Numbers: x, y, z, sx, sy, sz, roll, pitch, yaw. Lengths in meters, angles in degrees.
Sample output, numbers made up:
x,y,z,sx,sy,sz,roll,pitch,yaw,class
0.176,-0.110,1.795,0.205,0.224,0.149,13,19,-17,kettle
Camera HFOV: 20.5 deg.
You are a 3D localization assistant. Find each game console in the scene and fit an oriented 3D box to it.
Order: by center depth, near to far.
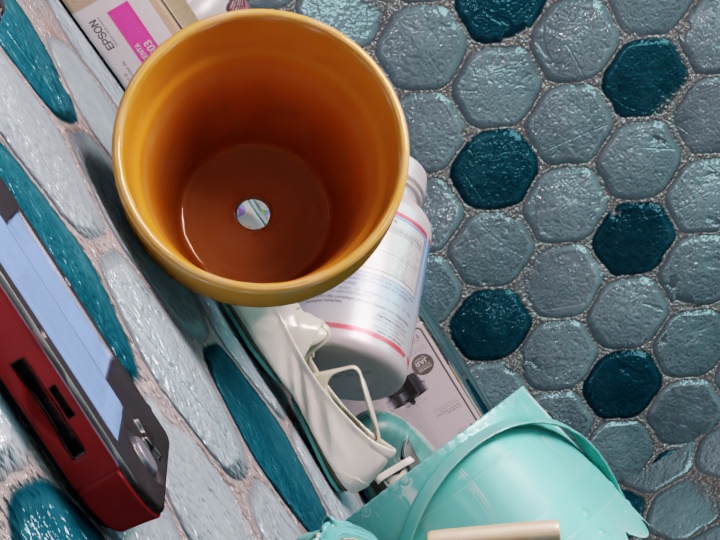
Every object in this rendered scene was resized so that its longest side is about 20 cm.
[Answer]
x,y,z,sx,sy,sz,roll,pitch,yaw,class
-0.149,0.020,0.933,0.200,0.031,0.177,59,5,-9,game console

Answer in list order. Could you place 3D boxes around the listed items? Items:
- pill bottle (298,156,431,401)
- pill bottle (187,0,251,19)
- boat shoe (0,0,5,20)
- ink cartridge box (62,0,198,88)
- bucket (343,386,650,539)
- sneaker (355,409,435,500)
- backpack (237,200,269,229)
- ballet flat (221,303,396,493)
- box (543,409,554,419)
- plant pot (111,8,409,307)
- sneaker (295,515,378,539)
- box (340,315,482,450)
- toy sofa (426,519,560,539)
x,y,z,sx,sy,sz,roll,pitch,yaw,class
0.000,0.000,1.665,0.109,0.109,0.200,54,40,-50,pill bottle
-0.165,-0.251,2.047,0.200,0.110,0.110,55,6,-43,pill bottle
-0.230,-0.172,1.120,0.075,0.062,0.200,55,4,-25,boat shoe
-0.194,-0.222,1.754,0.200,0.075,0.165,57,6,-33,ink cartridge box
0.084,0.185,1.377,0.135,0.207,0.207,52,4,5,bucket
0.054,0.207,1.671,0.200,0.071,0.080,59,0,-17,sneaker
-0.061,-0.056,1.798,0.200,0.127,0.167,54,9,-21,backpack
-0.037,0.079,1.556,0.200,0.069,0.069,58,4,-3,ballet flat
0.155,0.253,1.888,0.086,0.164,0.200,56,6,-35,box
-0.074,-0.059,1.415,0.200,0.200,0.183,60,-12,10,plant pot
-0.010,0.191,1.206,0.080,0.078,0.200,40,-2,6,sneaker
0.058,0.156,1.784,0.200,0.117,0.060,57,2,-3,box
0.088,0.251,1.187,0.098,0.083,0.200,29,56,-87,toy sofa
